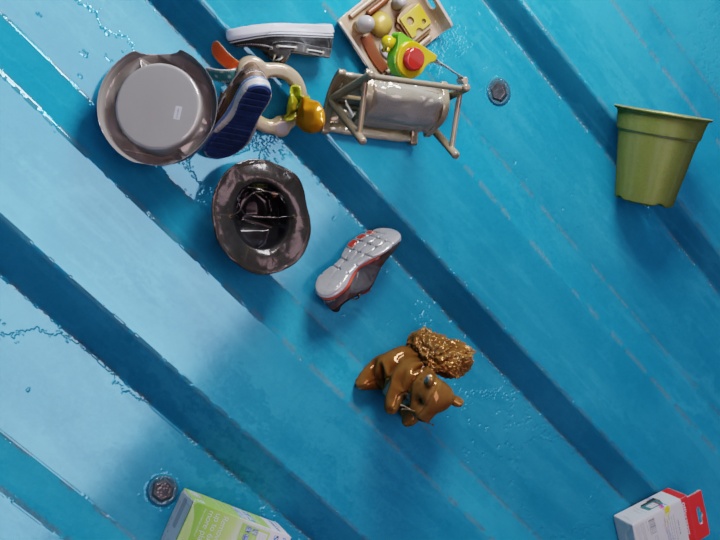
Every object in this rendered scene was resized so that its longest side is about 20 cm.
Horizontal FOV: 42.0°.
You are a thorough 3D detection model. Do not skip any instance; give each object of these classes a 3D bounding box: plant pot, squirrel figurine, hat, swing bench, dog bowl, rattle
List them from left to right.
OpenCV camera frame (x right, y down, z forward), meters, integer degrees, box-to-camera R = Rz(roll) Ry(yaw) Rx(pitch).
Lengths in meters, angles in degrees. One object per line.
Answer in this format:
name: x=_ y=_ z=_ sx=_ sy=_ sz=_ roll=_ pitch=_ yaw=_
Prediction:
dog bowl: x=-0.330 y=-0.267 z=1.554 sx=0.198 sy=0.059 sz=0.202 roll=0 pitch=87 yaw=2
hat: x=-0.185 y=-0.091 z=1.655 sx=0.199 sy=0.081 sz=0.203 roll=3 pitch=84 yaw=-27
rattle: x=-0.170 y=-0.308 z=1.613 sx=0.130 sy=0.143 sz=0.200 roll=-39 pitch=121 yaw=16
swing bench: x=0.058 y=-0.286 z=1.676 sx=0.197 sy=0.200 sz=0.131 roll=3 pitch=103 yaw=-24
squirrel figurine: x=0.121 y=0.195 z=1.744 sx=0.141 sy=0.186 sz=0.200 roll=44 pitch=76 yaw=-19
plant pot: x=0.606 y=-0.235 z=1.947 sx=0.198 sy=0.200 sz=0.192 roll=3 pitch=105 yaw=-23

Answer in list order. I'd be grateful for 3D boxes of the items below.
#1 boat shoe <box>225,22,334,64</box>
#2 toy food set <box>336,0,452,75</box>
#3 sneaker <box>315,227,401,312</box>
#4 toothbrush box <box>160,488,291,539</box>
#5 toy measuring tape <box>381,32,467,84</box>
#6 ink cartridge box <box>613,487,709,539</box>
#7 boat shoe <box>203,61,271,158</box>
boat shoe: x=-0.138 y=-0.400 z=1.659 sx=0.198 sy=0.072 sz=0.072 roll=-6 pitch=103 yaw=-19
toy food set: x=0.066 y=-0.459 z=1.750 sx=0.200 sy=0.060 sz=0.144 roll=-41 pitch=107 yaw=-15
sneaker: x=0.000 y=0.000 z=1.757 sx=0.200 sy=0.077 sz=0.082 roll=-39 pitch=134 yaw=-16
toothbrush box: x=-0.247 y=0.495 z=1.658 sx=0.199 sy=0.086 sz=0.147 roll=28 pitch=82 yaw=-24
toy measuring tape: x=0.112 y=-0.371 z=1.733 sx=0.199 sy=0.073 sz=0.074 roll=25 pitch=83 yaw=-33
ink cartridge box: x=0.665 y=0.562 z=2.066 sx=0.199 sy=0.067 sz=0.117 roll=-18 pitch=101 yaw=-21
boat shoe: x=-0.210 y=-0.271 z=1.596 sx=0.072 sy=0.200 sz=0.073 roll=10 pitch=52 yaw=-36
